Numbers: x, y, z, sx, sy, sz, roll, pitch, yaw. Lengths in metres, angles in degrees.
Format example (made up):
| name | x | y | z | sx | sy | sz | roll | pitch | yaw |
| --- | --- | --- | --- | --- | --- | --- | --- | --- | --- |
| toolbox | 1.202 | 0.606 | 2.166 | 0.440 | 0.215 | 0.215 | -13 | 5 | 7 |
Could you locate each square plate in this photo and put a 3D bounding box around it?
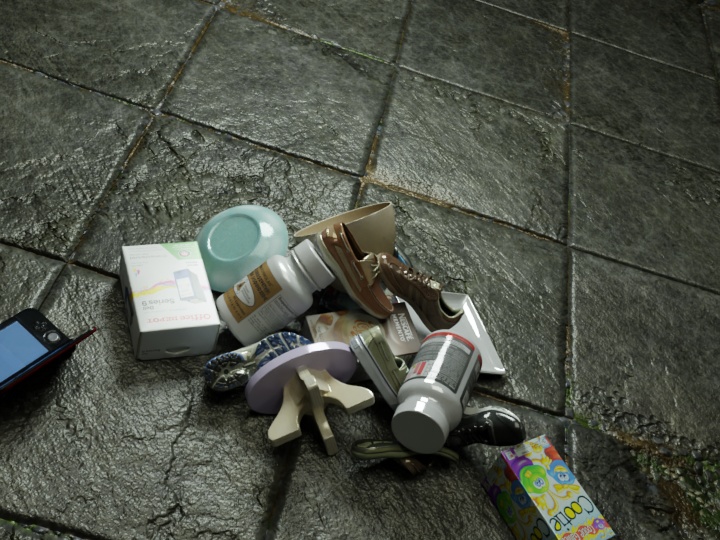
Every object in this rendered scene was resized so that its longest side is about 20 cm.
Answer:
| name | x | y | z | sx | sy | sz | roll | pitch | yaw |
| --- | --- | --- | --- | --- | --- | --- | --- | --- | --- |
| square plate | 0.167 | 0.122 | 1.749 | 0.196 | 0.029 | 0.201 | 6 | 45 | -34 |

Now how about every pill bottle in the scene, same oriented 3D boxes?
| name | x | y | z | sx | sy | sz | roll | pitch | yaw |
| --- | --- | --- | --- | --- | --- | --- | --- | --- | --- |
| pill bottle | 0.128 | 0.204 | 1.530 | 0.115 | 0.117 | 0.201 | 26 | 42 | 6 |
| pill bottle | -0.148 | 0.039 | 1.614 | 0.199 | 0.114 | 0.115 | -37 | 58 | 4 |

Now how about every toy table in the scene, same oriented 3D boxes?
| name | x | y | z | sx | sy | sz | roll | pitch | yaw |
| --- | --- | --- | --- | --- | --- | --- | --- | --- | --- |
| toy table | -0.083 | 0.213 | 1.507 | 0.198 | 0.185 | 0.118 | -30 | 44 | -1 |

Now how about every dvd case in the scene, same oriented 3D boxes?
| name | x | y | z | sx | sy | sz | roll | pitch | yaw |
| --- | --- | --- | --- | --- | --- | --- | --- | --- | --- |
| dvd case | 0.033 | 0.057 | 1.796 | 0.198 | 0.022 | 0.147 | 25 | 44 | 3 |

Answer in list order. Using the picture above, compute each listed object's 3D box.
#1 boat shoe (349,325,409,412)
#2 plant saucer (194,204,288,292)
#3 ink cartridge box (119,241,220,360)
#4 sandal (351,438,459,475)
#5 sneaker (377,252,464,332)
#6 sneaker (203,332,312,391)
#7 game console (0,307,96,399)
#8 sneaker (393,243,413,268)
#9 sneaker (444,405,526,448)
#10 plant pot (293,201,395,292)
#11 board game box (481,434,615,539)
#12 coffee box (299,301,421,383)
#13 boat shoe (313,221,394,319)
| name | x | y | z | sx | sy | sz | roll | pitch | yaw |
| --- | --- | --- | --- | --- | --- | --- | --- | --- | --- |
| boat shoe | 0.054 | 0.181 | 1.573 | 0.062 | 0.201 | 0.072 | -31 | 32 | 6 |
| plant saucer | -0.238 | -0.054 | 1.730 | 0.198 | 0.039 | 0.203 | -7 | 57 | 10 |
| ink cartridge box | -0.345 | 0.052 | 1.619 | 0.143 | 0.088 | 0.202 | -4 | 52 | -23 |
| sandal | 0.073 | 0.318 | 1.532 | 0.198 | 0.080 | 0.058 | 5 | 87 | -25 |
| sneaker | 0.113 | 0.029 | 1.676 | 0.200 | 0.075 | 0.071 | 46 | 32 | -19 |
| sneaker | -0.178 | 0.156 | 1.570 | 0.197 | 0.085 | 0.078 | -11 | 87 | -17 |
| game console | -0.554 | 0.125 | 1.450 | 0.172 | 0.119 | 0.200 | 37 | 46 | 17 |
| sneaker | 0.052 | -0.046 | 1.849 | 0.081 | 0.074 | 0.200 | -4 | 36 | -42 |
| sneaker | 0.186 | 0.281 | 1.551 | 0.198 | 0.077 | 0.087 | 2 | 27 | 42 |
| plant pot | -0.014 | -0.036 | 1.741 | 0.199 | 0.199 | 0.136 | -26 | 103 | -37 |
| board game box | 0.308 | 0.397 | 1.506 | 0.102 | 0.106 | 0.201 | -13 | 52 | -29 |
| coffee box | 0.000 | 0.135 | 1.653 | 0.197 | 0.080 | 0.115 | -8 | 57 | -21 |
| boat shoe | 0.000 | 0.000 | 1.614 | 0.201 | 0.071 | 0.076 | 50 | 18 | -12 |
